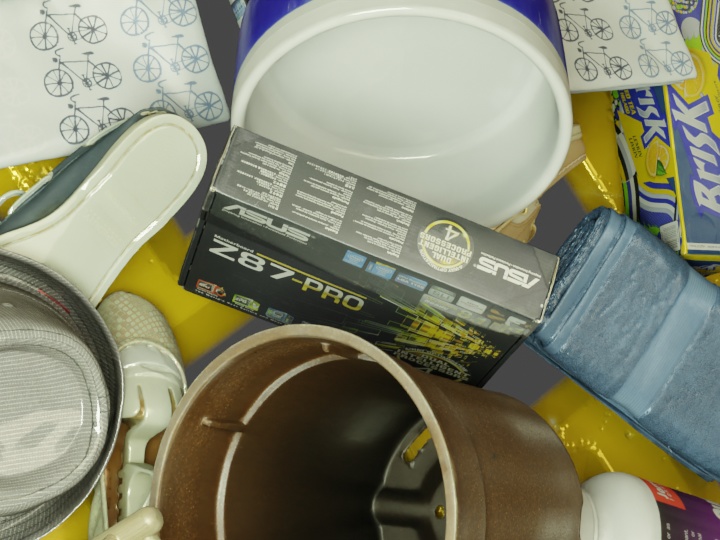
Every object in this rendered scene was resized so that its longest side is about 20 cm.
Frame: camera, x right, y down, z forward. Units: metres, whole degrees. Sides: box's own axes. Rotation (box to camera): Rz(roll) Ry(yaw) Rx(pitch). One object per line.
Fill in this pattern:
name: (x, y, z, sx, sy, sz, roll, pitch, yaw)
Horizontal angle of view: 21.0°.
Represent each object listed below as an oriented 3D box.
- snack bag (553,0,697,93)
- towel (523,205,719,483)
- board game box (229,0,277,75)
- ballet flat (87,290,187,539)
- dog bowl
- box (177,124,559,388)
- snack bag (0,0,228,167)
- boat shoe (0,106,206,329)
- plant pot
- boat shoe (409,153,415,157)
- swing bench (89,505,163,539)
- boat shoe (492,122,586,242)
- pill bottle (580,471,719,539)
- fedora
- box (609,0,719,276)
snack bag: (0.124, -0.208, 1.285, 0.187, 0.021, 0.202, -8, 72, -37)
towel: (0.207, 0.053, 1.312, 0.199, 0.049, 0.112, 36, 86, -13)
board game box: (-0.022, -0.236, 1.265, 0.199, 0.062, 0.202, -19, 85, -30)
ballet flat: (-0.122, 0.106, 1.116, 0.067, 0.062, 0.202, 5, 74, -28)
dog bowl: (0.024, -0.107, 1.142, 0.199, 0.200, 0.079, 21, 45, -23)
box: (0.000, 0.000, 1.127, 0.198, 0.161, 0.050, 22, 66, -4)
snack bag: (-0.187, -0.167, 1.166, 0.187, 0.021, 0.202, -14, 84, -31)
boat shoe: (-0.175, -0.019, 1.115, 0.200, 0.062, 0.075, -49, 114, -8)
plant pot: (0.019, 0.137, 1.094, 0.198, 0.199, 0.203, 9, 70, -56)
boat shoe: (0.085, -0.122, 1.296, 0.199, 0.076, 0.072, -21, 95, -27)
swing bench: (-0.147, 0.263, 0.997, 0.200, 0.199, 0.130, 57, 34, -6)
boat shoe: (0.076, -0.027, 1.264, 0.199, 0.074, 0.070, -33, 97, -22)
pill bottle: (0.195, 0.197, 1.243, 0.198, 0.112, 0.114, 20, 68, -24)
fedora: (-0.213, 0.076, 1.027, 0.198, 0.090, 0.179, 1, 94, -23)
box: (0.224, -0.100, 1.369, 0.069, 0.064, 0.202, 2, 77, -29)
